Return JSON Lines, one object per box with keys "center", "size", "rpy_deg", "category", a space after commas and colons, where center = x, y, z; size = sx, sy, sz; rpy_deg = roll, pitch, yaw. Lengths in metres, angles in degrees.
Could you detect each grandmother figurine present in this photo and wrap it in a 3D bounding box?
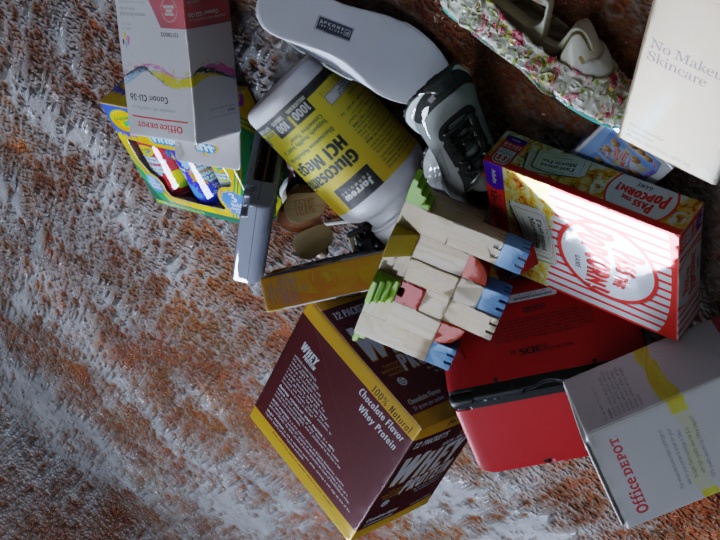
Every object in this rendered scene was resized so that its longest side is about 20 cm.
{"center": [-0.065, -0.074, 1.451], "size": [0.200, 0.060, 0.122], "rpy_deg": [-117, 21, -79], "category": "grandmother figurine"}

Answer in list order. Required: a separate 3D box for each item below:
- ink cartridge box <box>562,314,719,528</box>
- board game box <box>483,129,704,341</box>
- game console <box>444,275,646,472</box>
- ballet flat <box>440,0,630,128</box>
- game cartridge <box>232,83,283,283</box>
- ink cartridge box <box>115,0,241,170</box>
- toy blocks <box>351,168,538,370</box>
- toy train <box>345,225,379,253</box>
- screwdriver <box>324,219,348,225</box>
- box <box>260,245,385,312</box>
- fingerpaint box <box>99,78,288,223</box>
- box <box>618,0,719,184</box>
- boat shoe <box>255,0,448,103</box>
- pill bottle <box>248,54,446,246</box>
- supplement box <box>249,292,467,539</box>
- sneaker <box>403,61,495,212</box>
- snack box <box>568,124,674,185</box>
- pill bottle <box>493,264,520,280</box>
{"center": [0.309, 0.137, 1.225], "size": [0.083, 0.200, 0.145], "rpy_deg": [-105, -11, -53], "category": "ink cartridge box"}
{"center": [0.214, -0.032, 1.202], "size": [0.200, 0.046, 0.152], "rpy_deg": [24, 149, 30], "category": "board game box"}
{"center": [0.194, 0.098, 1.322], "size": [0.200, 0.173, 0.119], "rpy_deg": [-12, 160, 14], "category": "game console"}
{"center": [0.153, -0.193, 1.079], "size": [0.200, 0.076, 0.064], "rpy_deg": [35, 136, 3], "category": "ballet flat"}
{"center": [-0.105, -0.089, 1.399], "size": [0.041, 0.200, 0.133], "rpy_deg": [12, 135, -6], "category": "game cartridge"}
{"center": [-0.194, -0.204, 1.399], "size": [0.116, 0.067, 0.200], "rpy_deg": [12, 114, 41], "category": "ink cartridge box"}
{"center": [0.084, 0.014, 1.253], "size": [0.136, 0.100, 0.200], "rpy_deg": [23, 118, 2], "category": "toy blocks"}
{"center": [0.013, 0.013, 1.581], "size": [0.046, 0.034, 0.200], "rpy_deg": [57, 167, 38], "category": "toy train"}
{"center": [0.007, -0.057, 1.494], "size": [0.200, 0.029, 0.028], "rpy_deg": [-8, 126, 53], "category": "screwdriver"}
{"center": [0.000, 0.000, 1.373], "size": [0.119, 0.200, 0.042], "rpy_deg": [-64, -40, -85], "category": "box"}
{"center": [-0.195, -0.146, 1.563], "size": [0.200, 0.073, 0.167], "rpy_deg": [15, 143, 38], "category": "fingerpaint box"}
{"center": [0.264, -0.168, 0.967], "size": [0.095, 0.078, 0.200], "rpy_deg": [30, 151, 20], "category": "box"}
{"center": [-0.005, -0.214, 1.247], "size": [0.200, 0.072, 0.068], "rpy_deg": [23, -176, 4], "category": "boat shoe"}
{"center": [-0.009, -0.123, 1.329], "size": [0.200, 0.112, 0.112], "rpy_deg": [45, 152, -11], "category": "pill bottle"}
{"center": [0.012, 0.151, 1.459], "size": [0.197, 0.133, 0.200], "rpy_deg": [48, 131, 25], "category": "supplement box"}
{"center": [0.096, -0.122, 1.214], "size": [0.079, 0.074, 0.200], "rpy_deg": [47, 172, 27], "category": "sneaker"}
{"center": [0.217, -0.082, 1.206], "size": [0.072, 0.024, 0.200], "rpy_deg": [41, 152, 0], "category": "snack box"}
{"center": [0.182, 0.083, 1.390], "size": [0.200, 0.116, 0.116], "rpy_deg": [40, 152, 0], "category": "pill bottle"}
